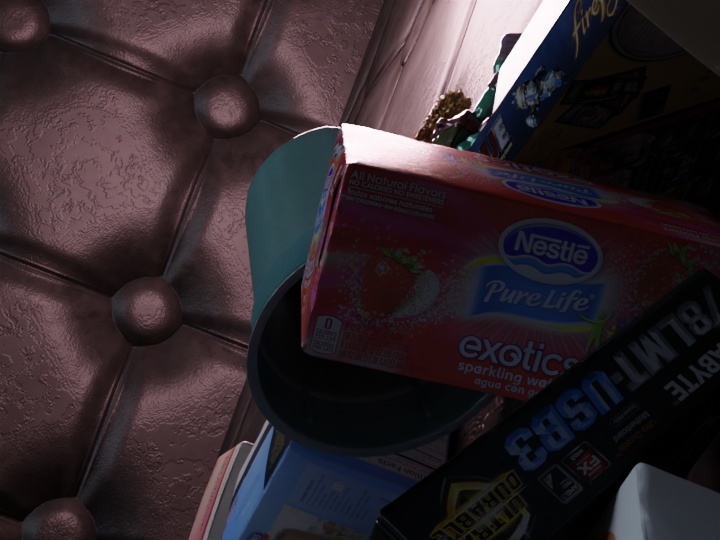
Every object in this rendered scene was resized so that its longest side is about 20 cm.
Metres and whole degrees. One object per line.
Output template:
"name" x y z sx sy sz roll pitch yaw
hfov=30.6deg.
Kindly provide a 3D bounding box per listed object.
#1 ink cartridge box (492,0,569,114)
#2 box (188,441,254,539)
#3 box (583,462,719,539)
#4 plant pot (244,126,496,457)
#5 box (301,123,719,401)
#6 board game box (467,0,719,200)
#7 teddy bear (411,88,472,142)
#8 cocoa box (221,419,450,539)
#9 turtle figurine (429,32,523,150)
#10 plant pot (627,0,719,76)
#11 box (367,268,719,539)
"ink cartridge box" 0.162 -0.143 0.873 0.200 0.084 0.145 121 168 -48
"box" -0.127 0.287 1.562 0.200 0.109 0.128 135 156 -71
"box" 0.092 0.188 0.444 0.124 0.097 0.200 -80 14 -58
"plant pot" 0.000 0.000 0.992 0.200 0.200 0.196 -64 26 28
"box" 0.076 0.002 0.637 0.100 0.200 0.096 -96 20 -73
"board game box" 0.148 -0.093 0.671 0.200 0.135 0.035 124 138 -54
"teddy bear" 0.084 -0.130 1.467 0.145 0.067 0.200 -59 2 2
"cocoa box" -0.023 0.178 1.082 0.131 0.133 0.200 -79 14 -50
"turtle figurine" 0.106 -0.097 1.107 0.200 0.101 0.150 -66 6 -27
"plant pot" 0.173 -0.116 0.430 0.200 0.174 0.201 -159 90 -83
"box" 0.066 0.116 0.534 0.200 0.050 0.199 -31 -30 -37
